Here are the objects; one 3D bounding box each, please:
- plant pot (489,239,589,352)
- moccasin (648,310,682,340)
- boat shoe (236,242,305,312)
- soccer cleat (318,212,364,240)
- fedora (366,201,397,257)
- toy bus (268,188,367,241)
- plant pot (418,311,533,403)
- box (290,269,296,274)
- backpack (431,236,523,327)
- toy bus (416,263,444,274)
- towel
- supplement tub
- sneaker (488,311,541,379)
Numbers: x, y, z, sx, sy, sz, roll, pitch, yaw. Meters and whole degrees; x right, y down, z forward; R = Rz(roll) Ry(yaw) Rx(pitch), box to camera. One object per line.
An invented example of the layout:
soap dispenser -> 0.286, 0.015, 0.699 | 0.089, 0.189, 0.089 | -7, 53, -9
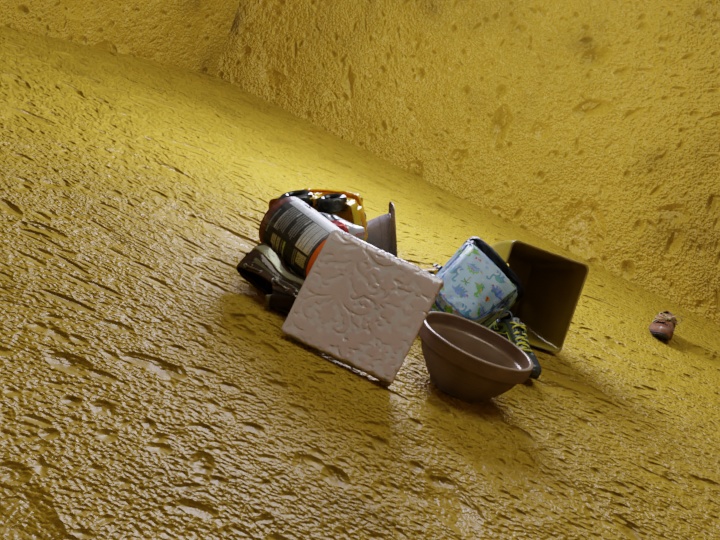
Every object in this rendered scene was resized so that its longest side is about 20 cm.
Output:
plant pot -> 0.346, 0.044, 1.960 | 0.199, 0.201, 0.176 | 17, 3, -20
moccasin -> 0.882, 0.154, 2.576 | 0.073, 0.078, 0.201 | 28, 15, 20
boat shoe -> -0.128, 0.043, 1.483 | 0.075, 0.075, 0.202 | -36, 62, -28
soccer cleat -> -0.081, -0.075, 1.637 | 0.199, 0.069, 0.085 | 11, 12, 40
fedora -> 0.032, -0.051, 1.879 | 0.090, 0.178, 0.200 | -4, -11, 2
toy bus -> -0.054, -0.104, 1.782 | 0.199, 0.137, 0.192 | 5, 23, 31
plant pot -> 0.176, 0.153, 1.469 | 0.200, 0.093, 0.201 | 23, 14, -6
box -> -0.079, -0.020, 1.629 | 0.199, 0.049, 0.117 | -1, 13, 5
backpack -> 0.203, 0.046, 1.704 | 0.163, 0.200, 0.154 | 49, -14, 6
toy bus -> 0.174, 0.026, 1.929 | 0.065, 0.079, 0.200 | -1, 2, 28
towel -> 0.004, 0.055, 1.395 | 0.199, 0.192, 0.032 | 25, -14, 9
supplement tub -> -0.074, -0.035, 1.508 | 0.200, 0.107, 0.107 | 38, 20, 30
sneaker -> 0.291, 0.137, 1.717 | 0.074, 0.085, 0.200 | 15, 17, -27
